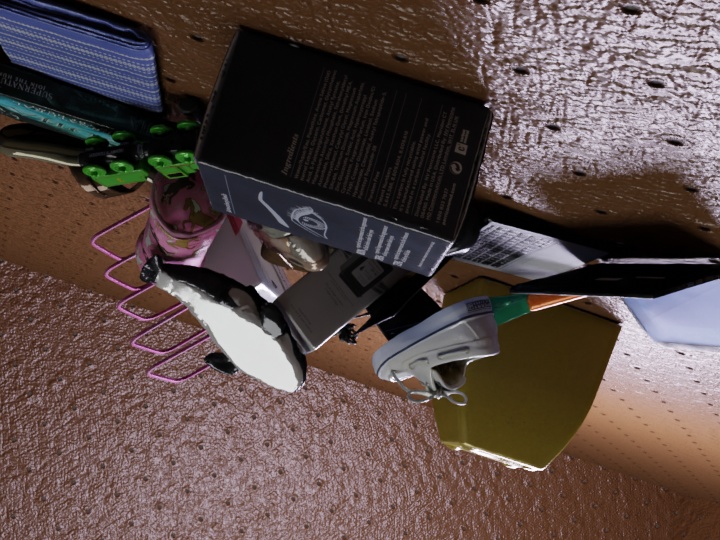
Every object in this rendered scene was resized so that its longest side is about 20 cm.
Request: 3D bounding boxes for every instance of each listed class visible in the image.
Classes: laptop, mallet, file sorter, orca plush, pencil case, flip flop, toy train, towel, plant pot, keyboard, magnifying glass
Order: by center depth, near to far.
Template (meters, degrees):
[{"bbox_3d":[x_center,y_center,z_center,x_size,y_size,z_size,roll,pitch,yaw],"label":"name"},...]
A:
[{"bbox_3d":[-0.238,-0.184,0.901,0.143,0.024,0.200,17,171,-6],"label":"towel"},{"bbox_3d":[-0.164,-0.108,0.968,0.197,0.042,0.056,-6,161,20],"label":"toy train"},{"bbox_3d":[0.272,0.047,0.992,0.198,0.105,0.176,-13,-173,-34],"label":"laptop"},{"bbox_3d":[-0.126,-0.112,1.039,0.065,0.042,0.200,17,165,9],"label":"mallet"},{"bbox_3d":[0.115,0.023,1.063,0.197,0.118,0.187,14,169,-9],"label":"laptop"},{"bbox_3d":[-0.132,0.043,1.092,0.198,0.106,0.071,26,-148,-2],"label":"orca plush"},{"bbox_3d":[-0.185,-0.045,1.097,0.082,0.088,0.200,-23,172,-20],"label":"pencil case"},{"bbox_3d":[-0.287,-0.109,1.136,0.197,0.058,0.081,10,-161,-14],"label":"flip flop"},{"bbox_3d":[0.162,0.038,1.141,0.197,0.023,0.080,-15,-167,22],"label":"magnifying glass"},{"bbox_3d":[0.023,0.051,1.222,0.125,0.021,0.200,-13,-169,-6],"label":"keyboard"},{"bbox_3d":[0.191,0.145,1.376,0.193,0.203,0.194,19,169,-7],"label":"plant pot"},{"bbox_3d":[-0.244,0.029,1.378,0.124,0.202,0.139,-27,165,4],"label":"file sorter"}]

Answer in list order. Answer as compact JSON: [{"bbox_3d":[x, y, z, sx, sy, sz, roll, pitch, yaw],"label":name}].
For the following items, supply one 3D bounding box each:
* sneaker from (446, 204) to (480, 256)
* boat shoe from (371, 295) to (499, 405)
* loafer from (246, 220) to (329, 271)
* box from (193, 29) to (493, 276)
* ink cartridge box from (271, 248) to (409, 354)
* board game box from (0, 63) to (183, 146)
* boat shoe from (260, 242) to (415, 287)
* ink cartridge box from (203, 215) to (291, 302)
[{"bbox_3d":[0.052,-0.055,0.980,0.087,0.076,0.199,13,-174,-42],"label":"sneaker"},{"bbox_3d":[0.081,0.099,1.088,0.074,0.087,0.202,-8,163,-34],"label":"boat shoe"},{"bbox_3d":[-0.072,-0.038,1.097,0.064,0.071,0.200,64,174,-12],"label":"loafer"},{"bbox_3d":[-0.015,-0.083,0.814,0.197,0.106,0.148,18,170,-1],"label":"box"},{"bbox_3d":[0.000,0.000,1.132,0.067,0.199,0.116,51,167,0],"label":"ink cartridge box"},{"bbox_3d":[-0.274,-0.150,1.031,0.197,0.029,0.135,17,174,-20],"label":"board game box"},{"bbox_3d":[-0.019,-0.026,1.246,0.197,0.064,0.073,15,158,-25],"label":"boat shoe"},{"bbox_3d":[-0.152,-0.004,1.297,0.082,0.148,0.200,-28,162,4],"label":"ink cartridge box"}]
